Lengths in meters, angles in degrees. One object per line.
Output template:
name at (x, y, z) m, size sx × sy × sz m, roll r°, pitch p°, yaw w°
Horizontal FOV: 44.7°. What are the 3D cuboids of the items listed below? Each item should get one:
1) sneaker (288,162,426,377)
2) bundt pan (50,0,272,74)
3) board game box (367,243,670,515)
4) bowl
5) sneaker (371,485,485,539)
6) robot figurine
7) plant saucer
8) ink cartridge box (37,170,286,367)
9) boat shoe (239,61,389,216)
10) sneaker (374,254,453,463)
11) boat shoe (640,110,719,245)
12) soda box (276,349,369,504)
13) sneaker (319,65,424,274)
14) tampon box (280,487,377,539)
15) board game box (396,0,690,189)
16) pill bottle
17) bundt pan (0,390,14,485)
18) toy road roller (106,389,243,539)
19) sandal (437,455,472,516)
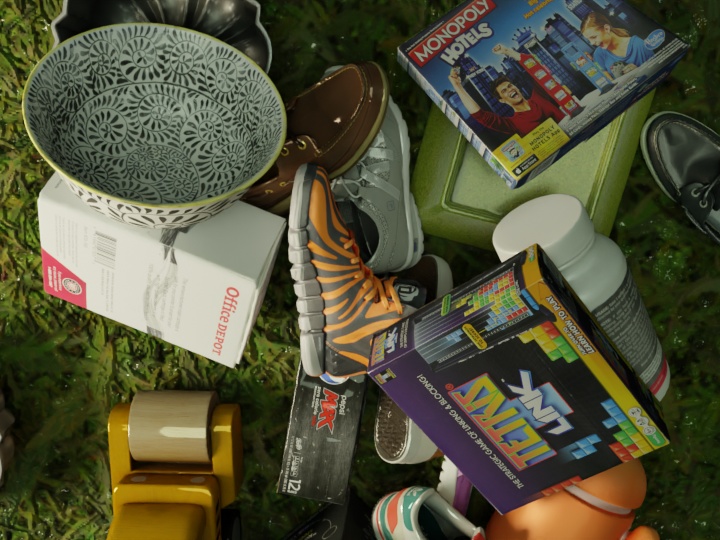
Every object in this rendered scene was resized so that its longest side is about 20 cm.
sneaker at (0.000, 0.000, 0.756) m, size 0.112 × 0.078 × 0.200 m, roll -3°, pitch 119°, yaw 5°
bundt pan at (-0.174, -0.192, 0.803) m, size 0.201 × 0.076 × 0.202 m, roll 1°, pitch 101°, yaw 3°
board game box at (0.131, 0.097, 0.723) m, size 0.165 × 0.057 × 0.200 m, roll -32°, pitch 115°, yaw 23°
bowl at (-0.166, -0.100, 0.714) m, size 0.200 × 0.201 × 0.094 m, roll 21°, pitch 140°, yaw -1°
sneaker at (0.093, 0.282, 0.796) m, size 0.070 × 0.093 × 0.200 m, roll -31°, pitch 80°, yaw -33°
robot figurine at (0.197, 0.230, 0.835) m, size 0.116 × 0.144 × 0.200 m, roll 23°, pitch 101°, yaw -19°
plant saucer at (0.157, -0.108, 0.813) m, size 0.199 × 0.048 × 0.200 m, roll 15°, pitch 101°, yaw 1°
ink cartridge box at (-0.180, -0.011, 0.799) m, size 0.200 × 0.083 × 0.145 m, roll 22°, pitch 141°, yaw -2°
boat shoe at (-0.054, -0.109, 0.756) m, size 0.200 × 0.067 × 0.072 m, roll -36°, pitch 64°, yaw 40°
sneaker at (0.067, 0.087, 0.854) m, size 0.085 × 0.073 × 0.200 m, roll 10°, pitch 90°, yaw -40°
boat shoe at (0.336, -0.065, 0.800) m, size 0.074 × 0.066 × 0.200 m, roll -36°, pitch 97°, yaw 6°
soda box at (-0.029, 0.120, 0.855) m, size 0.071 × 0.063 × 0.200 m, roll 10°, pitch 101°, yaw 1°
sneaker at (0.002, -0.088, 0.796) m, size 0.075 × 0.082 × 0.200 m, roll -11°, pitch 101°, yaw 41°
tampon box at (-0.031, 0.332, 0.823) m, size 0.150 × 0.200 × 0.126 m, roll -40°, pitch 95°, yaw 8°
board game box at (0.135, -0.195, 0.751) m, size 0.200 × 0.062 × 0.200 m, roll -37°, pitch 78°, yaw -13°
pill bottle at (0.192, 0.036, 0.776) m, size 0.111 × 0.111 × 0.200 m, roll -27°, pitch 118°, yaw 7°
bundt pan at (-0.437, 0.163, 0.872) m, size 0.201 × 0.076 × 0.202 m, roll 1°, pitch 101°, yaw 3°
toy road roller at (-0.184, 0.224, 0.840) m, size 0.123 × 0.146 × 0.200 m, roll 0°, pitch 100°, yaw 3°
sandal at (0.115, 0.171, 0.846) m, size 0.050 × 0.082 × 0.203 m, roll 19°, pitch 115°, yaw 23°
